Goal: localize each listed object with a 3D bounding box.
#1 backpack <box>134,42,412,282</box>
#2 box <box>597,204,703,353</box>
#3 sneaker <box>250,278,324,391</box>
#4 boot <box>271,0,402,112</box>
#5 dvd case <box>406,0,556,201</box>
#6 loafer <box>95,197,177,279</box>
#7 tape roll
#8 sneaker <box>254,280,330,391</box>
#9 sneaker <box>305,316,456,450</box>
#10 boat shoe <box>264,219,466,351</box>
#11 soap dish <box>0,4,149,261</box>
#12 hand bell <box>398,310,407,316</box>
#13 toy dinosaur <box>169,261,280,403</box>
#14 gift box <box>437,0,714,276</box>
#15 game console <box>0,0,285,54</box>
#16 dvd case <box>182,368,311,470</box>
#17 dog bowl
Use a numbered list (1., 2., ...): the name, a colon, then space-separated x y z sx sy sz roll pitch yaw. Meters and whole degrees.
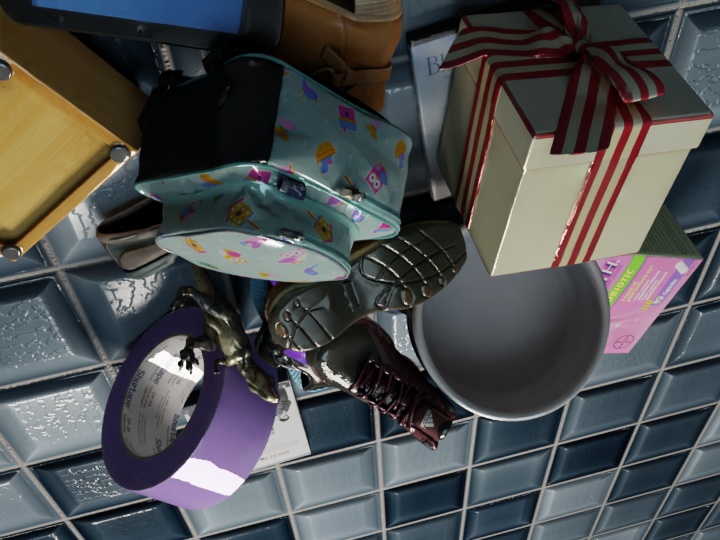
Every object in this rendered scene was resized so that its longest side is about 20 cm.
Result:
1. backpack: -0.059 -0.070 0.593 0.197 0.158 0.173 6 172 -43
2. box: 0.278 0.010 0.919 0.195 0.098 0.178 3 135 -21
3. sneaker: -0.076 0.036 0.840 0.075 0.081 0.204 -15 119 -2
4. boot: -0.060 -0.188 0.617 0.195 0.078 0.157 -14 143 -15
5. dvd case: 0.125 -0.164 0.738 0.139 0.018 0.202 -17 138 -1
6. loafer: -0.165 -0.062 0.706 0.198 0.073 0.063 -32 130 15
7. tape roll: -0.189 0.150 0.821 0.198 0.203 0.085 -36 137 19
8. sneaker: -0.072 0.049 0.762 0.098 0.070 0.203 -26 117 4
9. sneaker: 0.037 0.115 0.731 0.076 0.115 0.199 -54 140 3
10. boat shoe: 0.000 0.000 0.682 0.196 0.074 0.077 -22 118 -13
11. soap dish: -0.284 -0.106 0.605 0.198 0.082 0.157 -34 136 19
12. hand bell: 0.045 0.035 0.819 0.197 0.105 0.105 25 125 -23
13. toy dinosaur: -0.145 0.047 0.726 0.047 0.204 0.088 -23 179 30
14. gift box: 0.164 -0.117 0.649 0.195 0.187 0.189 -12 141 -17
15. game console: -0.138 -0.235 0.455 0.194 0.122 0.172 5 169 -7
16. dvd case: -0.154 0.219 1.041 0.147 0.025 0.202 -14 139 -5
17. dog bowl: 0.145 0.043 0.759 0.195 0.205 0.079 -14 -179 -5
